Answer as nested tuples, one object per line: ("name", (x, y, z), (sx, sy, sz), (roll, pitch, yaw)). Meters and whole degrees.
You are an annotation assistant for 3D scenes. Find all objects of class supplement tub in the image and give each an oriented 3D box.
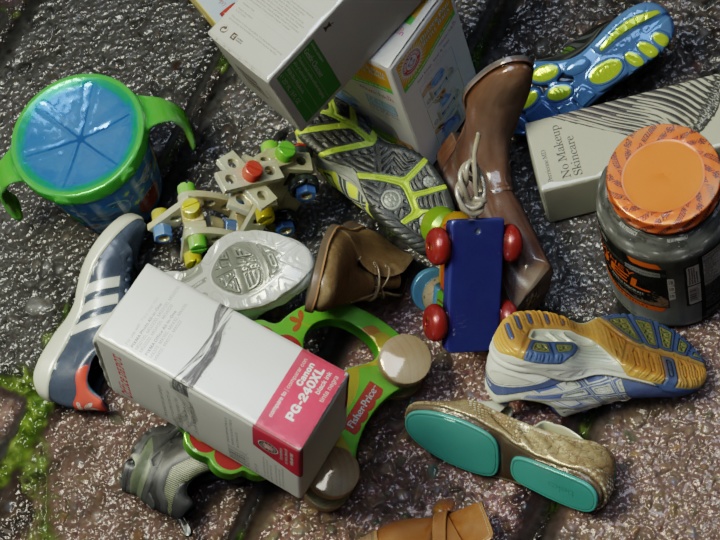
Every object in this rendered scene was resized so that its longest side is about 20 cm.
("supplement tub", (0.271, -0.040, 1.574), (0.122, 0.200, 0.123), (-5, 64, 10))

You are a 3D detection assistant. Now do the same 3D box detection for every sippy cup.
("sippy cup", (-0.257, -0.103, 1.758), (0.177, 0.130, 0.140), (11, 68, 17))

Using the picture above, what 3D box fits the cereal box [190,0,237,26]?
("cereal box", (-0.087, -0.328, 1.872), (0.200, 0.040, 0.144), (-37, 64, -5))

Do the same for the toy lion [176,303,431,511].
("toy lion", (-0.063, 0.109, 1.618), (0.191, 0.069, 0.200), (33, 70, 4))

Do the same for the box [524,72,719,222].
("box", (0.261, -0.116, 1.684), (0.199, 0.068, 0.082), (-15, 63, 5))

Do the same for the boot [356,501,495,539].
("boot", (0.067, 0.302, 1.538), (0.154, 0.074, 0.200), (-19, 66, -1))

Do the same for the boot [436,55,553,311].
("boot", (0.141, -0.069, 1.639), (0.064, 0.187, 0.200), (-5, 58, -20))

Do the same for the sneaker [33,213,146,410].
("sneaker", (-0.235, 0.044, 1.723), (0.084, 0.075, 0.200), (19, 78, 15))

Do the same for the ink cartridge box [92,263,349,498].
("ink cartridge box", (-0.115, 0.094, 1.516), (0.200, 0.145, 0.083), (29, 70, 10))

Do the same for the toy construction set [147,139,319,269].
("toy construction set", (-0.113, -0.070, 1.690), (0.131, 0.200, 0.092), (2, 72, -23))

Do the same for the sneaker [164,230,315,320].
("sneaker", (-0.117, 0.021, 1.677), (0.200, 0.099, 0.078), (-19, 68, 27))

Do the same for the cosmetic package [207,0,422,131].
("cosmetic package", (-0.026, -0.235, 1.558), (0.085, 0.108, 0.200), (41, 86, 26))

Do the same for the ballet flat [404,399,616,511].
("ballet flat", (0.138, 0.155, 1.601), (0.200, 0.071, 0.065), (23, 46, 18))

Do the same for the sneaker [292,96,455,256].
("sneaker", (0.018, -0.090, 1.727), (0.075, 0.076, 0.200), (-42, 79, -11))

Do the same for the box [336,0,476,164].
("box", (0.030, -0.201, 1.699), (0.112, 0.200, 0.101), (30, 75, 23))

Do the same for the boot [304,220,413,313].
("boot", (0.000, 0.000, 1.630), (0.075, 0.200, 0.074), (21, 106, 9))

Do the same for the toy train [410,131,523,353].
("toy train", (0.088, -0.036, 1.616), (0.084, 0.116, 0.201), (-3, 105, -17))

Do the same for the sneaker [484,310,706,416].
("sneaker", (0.207, 0.089, 1.603), (0.199, 0.088, 0.075), (9, 42, -9))

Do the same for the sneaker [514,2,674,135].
("sneaker", (0.215, -0.190, 1.730), (0.199, 0.083, 0.071), (-30, 86, 12))

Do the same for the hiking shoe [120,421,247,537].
("hiking shoe", (-0.129, 0.148, 1.659), (0.101, 0.076, 0.200), (37, 80, 7))
